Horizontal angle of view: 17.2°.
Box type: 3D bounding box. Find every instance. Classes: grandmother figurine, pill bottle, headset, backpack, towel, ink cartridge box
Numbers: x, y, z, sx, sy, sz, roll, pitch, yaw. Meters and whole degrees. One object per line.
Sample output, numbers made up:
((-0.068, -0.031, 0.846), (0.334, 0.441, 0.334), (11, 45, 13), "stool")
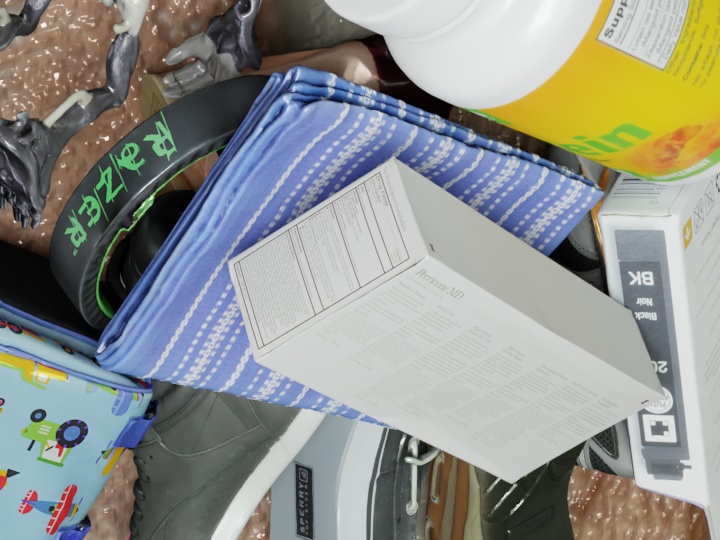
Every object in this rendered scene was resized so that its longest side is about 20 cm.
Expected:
((0.001, -0.081, 1.048), (0.199, 0.061, 0.122), (-17, 148, -25), "grandmother figurine")
((0.077, -0.110, 0.948), (0.199, 0.111, 0.112), (17, 105, -44), "pill bottle")
((-0.040, -0.011, 0.972), (0.124, 0.094, 0.200), (-46, 157, 17), "headset")
((-0.201, 0.079, 0.964), (0.182, 0.135, 0.201), (27, 103, -34), "backpack")
((0.000, 0.000, 0.959), (0.199, 0.024, 0.145), (15, 117, -47), "towel")
((0.168, 0.010, 1.123), (0.198, 0.043, 0.201), (-54, 140, -51), "ink cartridge box")

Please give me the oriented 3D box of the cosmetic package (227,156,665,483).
((0.039, 0.024, 0.950), (0.082, 0.051, 0.200), (-29, 149, 21), "cosmetic package")

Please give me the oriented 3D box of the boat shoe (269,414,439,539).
((0.003, 0.084, 1.116), (0.068, 0.073, 0.201), (-11, 106, -41), "boat shoe")

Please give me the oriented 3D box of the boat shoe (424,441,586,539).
((0.061, 0.086, 1.142), (0.075, 0.074, 0.201), (-21, 133, -32), "boat shoe")

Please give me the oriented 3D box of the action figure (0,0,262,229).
((-0.091, -0.117, 0.938), (0.119, 0.102, 0.200), (43, 68, 2), "action figure")

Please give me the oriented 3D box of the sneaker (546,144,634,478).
((0.111, 0.022, 1.147), (0.078, 0.077, 0.201), (-57, 140, -53), "sneaker")

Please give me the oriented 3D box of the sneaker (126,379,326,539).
((-0.091, 0.080, 1.075), (0.099, 0.071, 0.201), (29, 117, -11), "sneaker")
